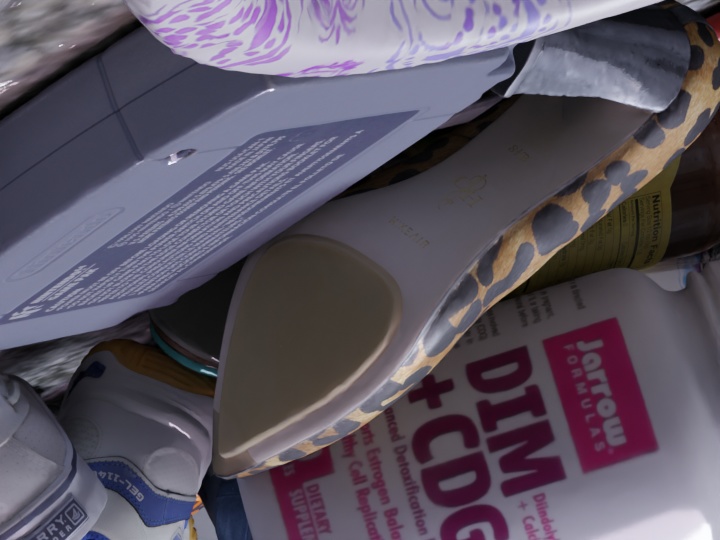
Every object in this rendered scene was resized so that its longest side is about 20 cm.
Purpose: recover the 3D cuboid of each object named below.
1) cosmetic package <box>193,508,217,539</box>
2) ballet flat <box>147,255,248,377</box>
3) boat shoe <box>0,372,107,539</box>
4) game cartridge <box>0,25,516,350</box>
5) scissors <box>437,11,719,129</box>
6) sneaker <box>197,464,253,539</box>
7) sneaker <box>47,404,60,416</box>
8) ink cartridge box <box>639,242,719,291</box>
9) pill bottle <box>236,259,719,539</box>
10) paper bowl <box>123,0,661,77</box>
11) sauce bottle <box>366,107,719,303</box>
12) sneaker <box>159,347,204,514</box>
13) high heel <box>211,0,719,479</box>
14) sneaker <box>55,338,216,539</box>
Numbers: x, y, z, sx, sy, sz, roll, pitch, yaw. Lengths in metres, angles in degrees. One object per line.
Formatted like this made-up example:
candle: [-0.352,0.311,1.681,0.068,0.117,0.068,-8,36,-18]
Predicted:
cosmetic package: [-0.068,0.112,1.347,0.199,0.074,0.102,-15,167,-31]
ballet flat: [0.000,0.000,0.963,0.200,0.067,0.064,0,127,-51]
boat shoe: [-0.145,0.052,0.868,0.071,0.070,0.200,-38,-162,-10]
game cartridge: [-0.058,-0.027,0.736,0.133,0.041,0.200,-17,169,-47]
scissors: [0.088,-0.067,0.906,0.199,0.014,0.073,-22,172,-16]
sneaker: [0.038,0.087,1.021,0.199,0.146,0.081,-10,122,-26]
sneaker: [-0.185,0.090,1.015,0.088,0.076,0.200,-39,171,28]
ink cartridge box: [0.189,0.035,1.000,0.199,0.145,0.147,-5,-162,32]
pill bottle: [0.064,0.065,0.884,0.199,0.114,0.113,-18,170,3]
paper bowl: [0.046,-0.111,0.324,0.200,0.105,0.201,-23,170,-4]
sauce bottle: [0.090,-0.030,0.922,0.199,0.065,0.065,-13,167,-21]
sneaker: [-0.096,0.112,1.106,0.077,0.112,0.200,29,140,-17]
high heel: [0.040,-0.006,0.838,0.142,0.071,0.200,0,132,-54]
sneaker: [-0.104,0.108,0.959,0.075,0.088,0.200,18,146,3]
